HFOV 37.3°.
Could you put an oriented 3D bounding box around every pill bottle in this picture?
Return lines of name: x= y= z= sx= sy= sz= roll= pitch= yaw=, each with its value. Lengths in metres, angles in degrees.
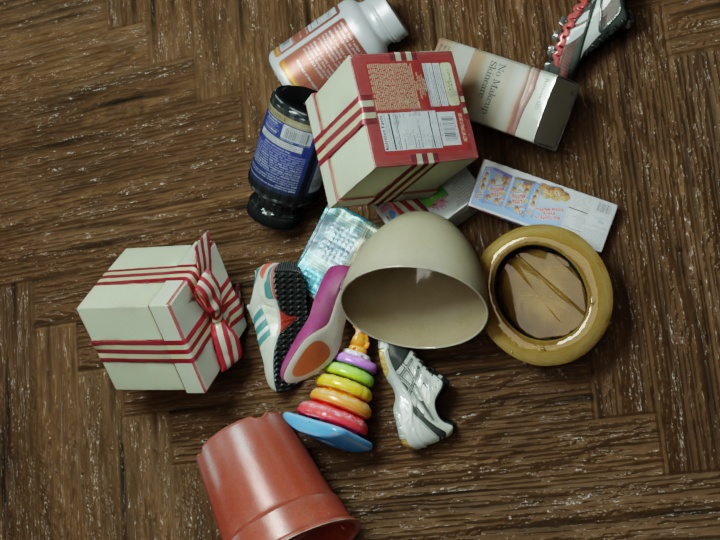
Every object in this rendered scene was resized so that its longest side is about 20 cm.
pill bottle: x=-0.031 y=-0.341 z=1.636 sx=0.200 sy=0.112 sz=0.112 roll=-32 pitch=72 yaw=12
pill bottle: x=-0.105 y=-0.166 z=1.601 sx=0.112 sy=0.112 sz=0.200 roll=33 pitch=120 yaw=21

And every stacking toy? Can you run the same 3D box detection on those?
stacking toy: x=-0.019 y=0.156 z=1.559 sx=0.116 sy=0.110 sz=0.200 roll=9 pitch=73 yaw=36

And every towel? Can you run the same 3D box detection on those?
towel: x=0.000 y=0.000 z=1.615 sx=0.200 sy=0.022 sz=0.147 roll=29 pitch=91 yaw=21

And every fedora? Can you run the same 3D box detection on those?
fedora: x=0.256 y=0.035 z=1.485 sx=0.200 sy=0.082 sz=0.201 roll=-2 pitch=82 yaw=17

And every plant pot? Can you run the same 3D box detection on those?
plant pot: x=0.080 y=-0.002 z=1.458 sx=0.200 sy=0.200 sz=0.135 roll=-3 pitch=54 yaw=19
plant pot: x=-0.131 y=0.322 z=1.523 sx=0.201 sy=0.201 sz=0.195 roll=-35 pitch=64 yaw=11

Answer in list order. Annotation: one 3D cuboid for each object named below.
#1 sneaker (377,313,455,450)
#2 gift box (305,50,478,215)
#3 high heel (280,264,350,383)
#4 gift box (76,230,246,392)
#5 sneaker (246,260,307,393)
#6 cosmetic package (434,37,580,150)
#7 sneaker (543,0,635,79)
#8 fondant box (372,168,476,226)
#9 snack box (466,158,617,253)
sneaker: x=0.082 y=0.153 z=1.537 sx=0.087 sy=0.076 sz=0.200 roll=-16 pitch=87 yaw=9
gift box: x=0.049 y=-0.182 z=1.466 sx=0.200 sy=0.187 sz=0.185 roll=-2 pitch=76 yaw=-25
high heel: x=-0.064 y=0.077 z=1.559 sx=0.200 sy=0.067 sz=0.096 roll=-46 pitch=40 yaw=-19
gift box: x=-0.279 y=0.055 z=1.596 sx=0.186 sy=0.185 sz=0.200 roll=-1 pitch=40 yaw=24
sneaker: x=-0.130 y=0.084 z=1.631 sx=0.093 sy=0.070 sz=0.200 roll=4 pitch=97 yaw=53
cosmetic package: x=0.197 y=-0.254 z=1.529 sx=0.200 sy=0.087 sz=0.104 roll=24 pitch=101 yaw=31
sneaker: x=0.337 y=-0.348 z=1.529 sx=0.098 sy=0.071 sz=0.201 roll=28 pitch=97 yaw=12
fondant box: x=0.074 y=-0.141 z=1.585 sx=0.144 sy=0.058 sz=0.200 roll=-35 pitch=70 yaw=3
snack box: x=0.256 y=-0.091 z=1.507 sx=0.200 sy=0.024 sz=0.072 roll=20 pitch=88 yaw=4
